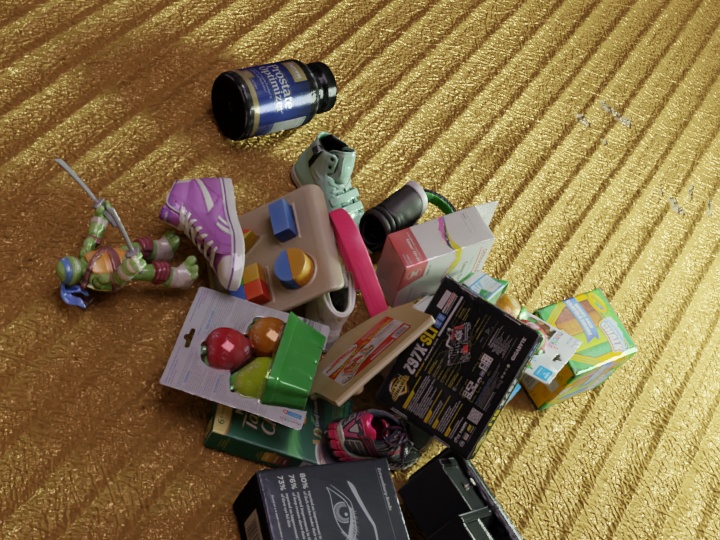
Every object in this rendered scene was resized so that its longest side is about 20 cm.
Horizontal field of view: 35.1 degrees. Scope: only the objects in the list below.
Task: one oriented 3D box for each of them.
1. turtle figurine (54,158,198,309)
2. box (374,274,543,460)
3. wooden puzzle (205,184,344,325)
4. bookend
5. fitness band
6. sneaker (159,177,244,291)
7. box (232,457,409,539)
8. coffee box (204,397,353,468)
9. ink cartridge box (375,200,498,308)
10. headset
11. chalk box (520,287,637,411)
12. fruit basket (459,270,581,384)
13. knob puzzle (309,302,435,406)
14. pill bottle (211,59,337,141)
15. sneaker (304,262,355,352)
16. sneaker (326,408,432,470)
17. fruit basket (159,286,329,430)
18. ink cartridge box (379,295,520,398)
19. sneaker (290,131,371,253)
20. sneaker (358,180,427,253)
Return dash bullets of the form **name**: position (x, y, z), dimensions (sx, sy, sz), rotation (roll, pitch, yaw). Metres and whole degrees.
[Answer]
- **turtle figurine**: position (-0.317, -0.042, 1.570), dimensions (0.192, 0.142, 0.204), rotation (3, 93, -46)
- **box**: position (0.137, 0.134, 1.573), dimensions (0.158, 0.202, 0.049), rotation (31, 2, 20)
- **wooden puzzle**: position (-0.135, -0.023, 1.664), dimensions (0.197, 0.046, 0.188), rotation (-21, 58, 11)
- **bookend**: position (0.126, 0.335, 1.510), dimensions (0.201, 0.092, 0.198), rotation (55, 11, 18)
- **fitness band**: position (0.000, 0.000, 1.714), dimensions (0.037, 0.203, 0.144), rotation (-22, 22, -1)
- **sneaker**: position (-0.230, -0.051, 1.629), dimensions (0.112, 0.073, 0.202), rotation (1, 46, -21)
- **box**: position (-0.048, 0.339, 1.475), dimensions (0.197, 0.105, 0.150), rotation (1, 56, -28)
- **coffee box**: position (-0.111, 0.210, 1.577), dimensions (0.197, 0.044, 0.124), rotation (20, 49, -13)
- **ink cartridge box**: position (0.129, -0.026, 1.733), dimensions (0.197, 0.117, 0.068), rotation (-19, 63, -21)
- **headset**: position (0.116, -0.044, 1.851), dimensions (0.121, 0.094, 0.203), rotation (9, 65, -22)
- **chalk box**: position (0.351, 0.121, 1.834), dimensions (0.198, 0.124, 0.125), rotation (-17, 66, -36)
- **fruit basket**: position (0.217, 0.080, 1.669), dimensions (0.198, 0.095, 0.185), rotation (24, 25, 19)
- **knob puzzle**: position (0.008, 0.119, 1.594), dimensions (0.031, 0.218, 0.220), rotation (52, 46, -15)
- **pill bottle**: position (-0.140, -0.288, 1.885), dimensions (0.198, 0.112, 0.113), rotation (-20, 67, -36)
- **sneaker**: position (-0.048, 0.007, 1.713), dimensions (0.072, 0.116, 0.203), rotation (4, 54, -22)
- **sneaker**: position (0.042, 0.235, 1.593), dimensions (0.198, 0.074, 0.082), rotation (7, 61, -51)
- **fruit basket**: position (-0.154, 0.120, 1.551), dimensions (0.196, 0.095, 0.187), rotation (13, 45, 2)
- **ink cartridge box**: position (0.124, 0.151, 1.698), dimensions (0.200, 0.085, 0.145), rotation (46, 32, 11)
- **sneaker**: position (-0.027, -0.127, 1.821), dimensions (0.073, 0.119, 0.201), rotation (-29, 74, -41)
- **sneaker**: position (0.036, -0.055, 1.759), dimensions (0.098, 0.201, 0.071), rotation (-31, 70, -25)
